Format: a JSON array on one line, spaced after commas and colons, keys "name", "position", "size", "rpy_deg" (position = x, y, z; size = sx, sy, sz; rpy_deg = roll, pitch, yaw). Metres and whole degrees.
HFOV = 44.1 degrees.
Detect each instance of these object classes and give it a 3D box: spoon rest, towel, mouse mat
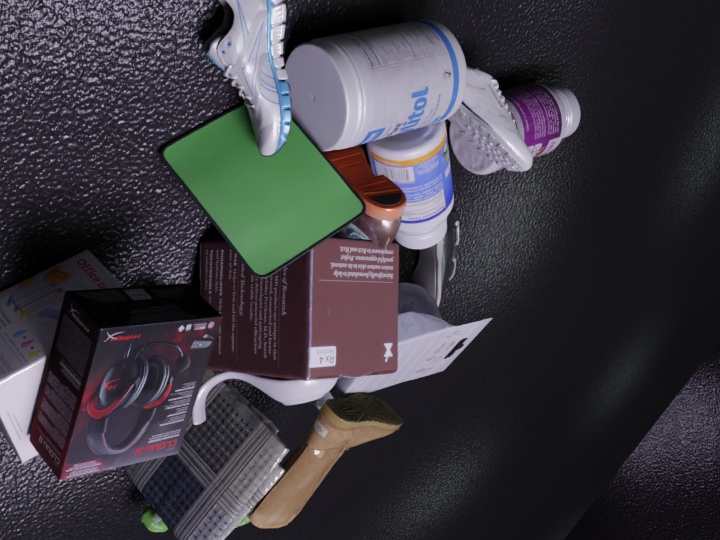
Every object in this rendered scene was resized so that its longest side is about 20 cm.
[{"name": "spoon rest", "position": [-0.125, 0.150, 1.156], "size": [0.198, 0.061, 0.099], "rpy_deg": [-14, 179, 3]}, {"name": "towel", "position": [-0.208, 0.256, 1.205], "size": [0.200, 0.192, 0.035], "rpy_deg": [-51, 151, 2]}, {"name": "mouse mat", "position": [-0.109, -0.101, 1.006], "size": [0.160, 0.200, 0.008], "rpy_deg": [-34, 165, -22]}]

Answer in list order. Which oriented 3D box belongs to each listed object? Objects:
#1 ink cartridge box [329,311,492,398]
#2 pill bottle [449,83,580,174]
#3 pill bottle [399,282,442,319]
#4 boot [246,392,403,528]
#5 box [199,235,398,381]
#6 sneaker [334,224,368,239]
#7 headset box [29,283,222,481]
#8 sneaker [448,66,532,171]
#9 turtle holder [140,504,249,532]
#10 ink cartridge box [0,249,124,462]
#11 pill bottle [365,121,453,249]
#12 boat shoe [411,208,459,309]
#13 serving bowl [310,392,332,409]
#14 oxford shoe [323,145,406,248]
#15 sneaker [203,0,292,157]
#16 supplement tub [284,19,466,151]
[{"name": "ink cartridge box", "position": [0.065, 0.110, 1.251], "size": [0.199, 0.057, 0.163], "rpy_deg": [-17, 155, -35]}, {"name": "pill bottle", "position": [0.239, -0.220, 1.345], "size": [0.199, 0.112, 0.113], "rpy_deg": [-21, 135, -34]}, {"name": "pill bottle", "position": [0.079, 0.099, 1.395], "size": [0.109, 0.109, 0.200], "rpy_deg": [-46, 158, -7]}, {"name": "boot", "position": [-0.050, 0.265, 1.242], "size": [0.175, 0.066, 0.201], "rpy_deg": [14, 116, -50]}, {"name": "box", "position": [-0.078, 0.045, 1.109], "size": [0.165, 0.199, 0.166], "rpy_deg": [3, 87, -50]}, {"name": "sneaker", "position": [0.000, 0.000, 1.225], "size": [0.077, 0.086, 0.202], "rpy_deg": [17, 65, -30]}, {"name": "headset box", "position": [-0.245, 0.120, 0.923], "size": [0.148, 0.075, 0.201], "rpy_deg": [-3, 121, -48]}, {"name": "sneaker", "position": [0.171, -0.220, 1.217], "size": [0.081, 0.200, 0.076], "rpy_deg": [-46, -177, -13]}, {"name": "turtle holder", "position": [-0.212, 0.322, 1.294], "size": [0.132, 0.141, 0.186], "rpy_deg": [-37, -162, 54]}, {"name": "ink cartridge box", "position": [-0.323, 0.083, 0.979], "size": [0.199, 0.128, 0.126], "rpy_deg": [-32, 140, -27]}, {"name": "pill bottle", "position": [0.073, -0.127, 1.245], "size": [0.112, 0.112, 0.201], "rpy_deg": [-37, 142, -19]}, {"name": "boat shoe", "position": [0.125, -0.010, 1.443], "size": [0.060, 0.074, 0.201], "rpy_deg": [-21, 126, -28]}, {"name": "serving bowl", "position": [-0.043, 0.105, 1.335], "size": [0.200, 0.065, 0.201], "rpy_deg": [-52, 154, -38]}, {"name": "oxford shoe", "position": [-0.019, -0.102, 1.092], "size": [0.071, 0.200, 0.073], "rpy_deg": [-15, 134, -27]}, {"name": "sneaker", "position": [-0.127, -0.222, 0.971], "size": [0.086, 0.075, 0.202], "rpy_deg": [-13, 109, -25]}, {"name": "supplement tub", "position": [0.020, -0.228, 1.084], "size": [0.199, 0.132, 0.133], "rpy_deg": [-22, 135, -35]}]
